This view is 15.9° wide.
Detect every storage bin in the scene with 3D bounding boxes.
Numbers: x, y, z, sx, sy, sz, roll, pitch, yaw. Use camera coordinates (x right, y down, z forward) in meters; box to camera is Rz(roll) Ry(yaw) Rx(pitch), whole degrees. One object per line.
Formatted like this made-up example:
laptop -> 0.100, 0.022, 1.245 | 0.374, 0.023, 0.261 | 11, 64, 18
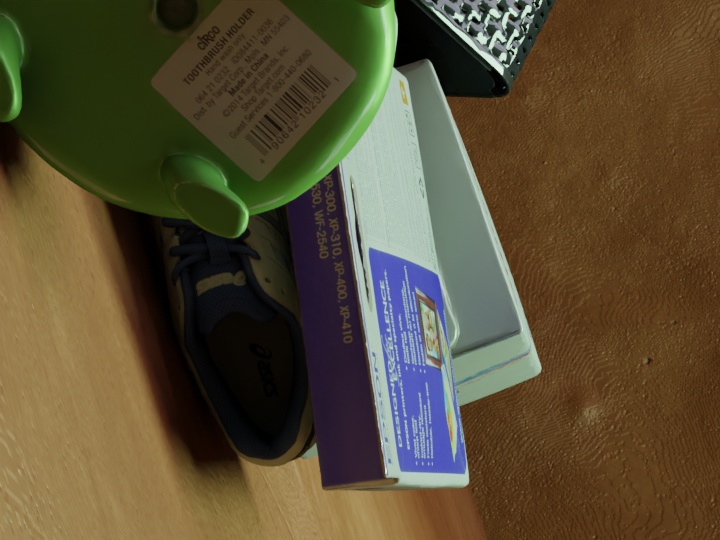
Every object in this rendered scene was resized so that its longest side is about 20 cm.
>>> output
storage bin -> -0.004, -0.178, 1.283 | 0.200, 0.094, 0.135 | 39, -19, -33

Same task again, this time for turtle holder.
turtle holder -> -0.078, -0.098, 0.887 | 0.132, 0.185, 0.141 | -89, -168, -79

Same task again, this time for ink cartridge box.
ink cartridge box -> -0.001, -0.004, 1.110 | 0.200, 0.043, 0.199 | 28, 53, -78
ink cartridge box -> 0.000, 0.000, 1.311 | 0.200, 0.144, 0.146 | 58, 13, -79

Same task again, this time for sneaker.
sneaker -> -0.055, -0.012, 1.114 | 0.088, 0.075, 0.201 | -79, 149, -79
